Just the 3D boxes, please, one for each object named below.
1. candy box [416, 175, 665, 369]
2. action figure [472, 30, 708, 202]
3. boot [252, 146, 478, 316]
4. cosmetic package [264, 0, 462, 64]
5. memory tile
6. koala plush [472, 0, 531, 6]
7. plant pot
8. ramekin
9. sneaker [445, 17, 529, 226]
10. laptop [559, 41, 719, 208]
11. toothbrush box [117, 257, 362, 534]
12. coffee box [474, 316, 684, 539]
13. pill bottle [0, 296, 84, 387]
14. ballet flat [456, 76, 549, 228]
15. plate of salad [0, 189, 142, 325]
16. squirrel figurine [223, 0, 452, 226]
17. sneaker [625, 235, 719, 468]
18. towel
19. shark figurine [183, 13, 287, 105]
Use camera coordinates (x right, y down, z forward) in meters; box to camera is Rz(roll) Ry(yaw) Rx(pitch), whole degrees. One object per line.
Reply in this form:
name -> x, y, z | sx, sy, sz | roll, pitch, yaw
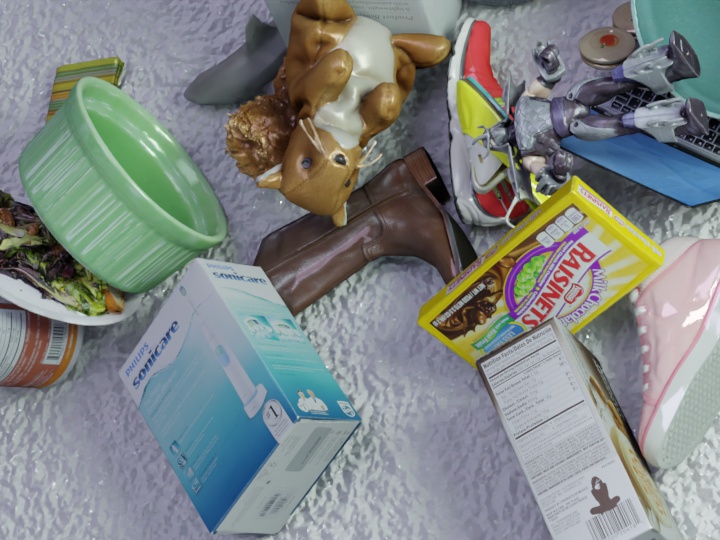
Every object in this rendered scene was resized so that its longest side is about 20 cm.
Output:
candy box -> 0.146, 0.014, 1.580 | 0.200, 0.102, 0.027 | -42, 20, 36
action figure -> 0.178, -0.129, 1.551 | 0.198, 0.069, 0.131 | -14, 75, 28
boot -> 0.000, 0.000, 1.726 | 0.199, 0.064, 0.187 | -29, 45, 9
cosmetic package -> 0.001, -0.315, 1.767 | 0.163, 0.200, 0.166 | 7, 65, 19
memory tile -> 0.300, -0.192, 1.648 | 0.199, 0.017, 0.153 | 29, 55, 33
koala plush -> 0.171, -0.370, 1.755 | 0.182, 0.178, 0.202 | -3, 66, 13
plant pot -> 0.337, -0.226, 1.547 | 0.199, 0.133, 0.202 | 9, 104, 43
ramekin -> -0.227, -0.074, 1.802 | 0.098, 0.200, 0.201 | -40, 56, 14
sneaker -> 0.121, -0.133, 1.733 | 0.084, 0.077, 0.202 | -4, 70, 5
laptop -> 0.269, -0.148, 1.625 | 0.186, 0.116, 0.201 | 29, 83, 33
toothbrush box -> -0.110, 0.111, 1.693 | 0.147, 0.085, 0.200 | -54, 53, 24
coffee box -> 0.179, 0.153, 1.536 | 0.079, 0.114, 0.201 | -30, 56, 12
pill bottle -> -0.366, 0.051, 1.796 | 0.111, 0.199, 0.113 | -5, 82, 40
ballet flat -> 0.137, -0.076, 1.649 | 0.067, 0.067, 0.200 | -43, 87, -3
plate of salad -> -0.294, -0.019, 1.812 | 0.200, 0.199, 0.048 | 50, 123, 34
squirrel figurine -> -0.035, -0.131, 1.749 | 0.199, 0.141, 0.188 | -22, 50, 55
sneaker -> 0.251, 0.060, 1.566 | 0.104, 0.075, 0.201 | 17, 73, 34
towel -> -0.294, -0.122, 1.964 | 0.085, 0.018, 0.202 | -5, 67, 31
shark figurine -> -0.085, -0.248, 1.872 | 0.128, 0.089, 0.216 | 27, 83, 32
